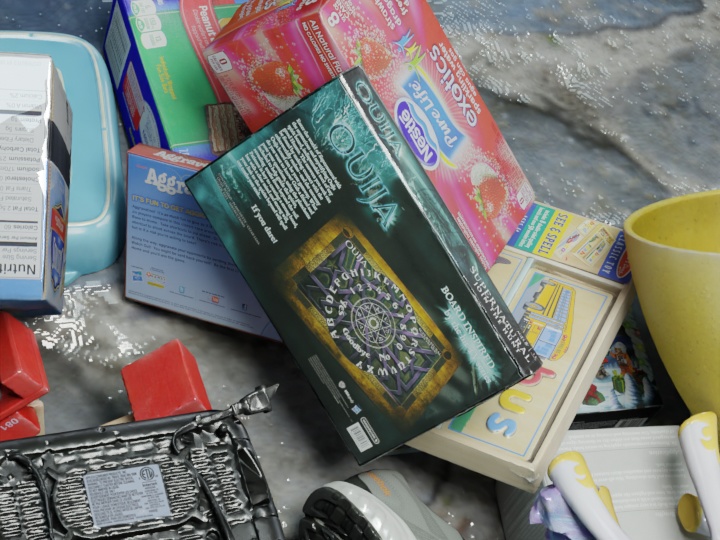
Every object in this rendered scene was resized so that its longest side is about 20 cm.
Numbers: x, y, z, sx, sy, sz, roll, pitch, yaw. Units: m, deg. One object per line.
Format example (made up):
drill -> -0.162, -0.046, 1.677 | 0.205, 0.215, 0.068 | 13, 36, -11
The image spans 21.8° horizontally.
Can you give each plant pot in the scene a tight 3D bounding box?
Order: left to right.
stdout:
plant pot -> 0.263, 0.036, 1.146 | 0.198, 0.200, 0.143 | -10, 105, -24

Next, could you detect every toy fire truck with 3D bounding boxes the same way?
toy fire truck -> -0.200, 0.089, 1.072 | 0.199, 0.141, 0.049 | -31, 52, 10

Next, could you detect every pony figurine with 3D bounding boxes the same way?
pony figurine -> 0.180, 0.184, 1.030 | 0.192, 0.167, 0.200 | -11, 49, -29

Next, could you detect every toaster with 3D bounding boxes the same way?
toaster -> -0.126, 0.180, 1.032 | 0.198, 0.119, 0.182 | -8, 63, -22

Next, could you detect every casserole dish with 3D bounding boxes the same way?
casserole dish -> -0.212, -0.083, 1.214 | 0.120, 0.039, 0.201 | 1, 60, -18

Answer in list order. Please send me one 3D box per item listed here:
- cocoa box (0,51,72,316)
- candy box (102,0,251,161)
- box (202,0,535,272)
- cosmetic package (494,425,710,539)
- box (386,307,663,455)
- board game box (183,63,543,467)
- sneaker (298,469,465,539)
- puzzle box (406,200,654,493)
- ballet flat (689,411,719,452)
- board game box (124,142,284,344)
cocoa box -> -0.234, -0.043, 1.055 | 0.132, 0.200, 0.133 | 1, 86, -6
candy box -> -0.055, -0.115, 1.263 | 0.198, 0.077, 0.170 | -8, 62, -24
box -> 0.008, -0.088, 1.137 | 0.201, 0.099, 0.096 | 58, 44, -23
cosmetic package -> 0.158, 0.201, 1.138 | 0.106, 0.090, 0.202 | 1, 62, -17
box -> 0.088, 0.045, 1.236 | 0.198, 0.040, 0.138 | -4, 60, -21
board game box -> 0.000, 0.000, 1.079 | 0.201, 0.135, 0.028 | 59, 34, -2
sneaker -> 0.052, 0.199, 1.111 | 0.079, 0.074, 0.201 | -24, 73, -47
puzzle box -> 0.089, 0.036, 1.174 | 0.132, 0.026, 0.201 | 19, 53, 18
ballet flat -> 0.253, 0.121, 1.226 | 0.070, 0.071, 0.201 | -12, 67, -24
board game box -> -0.053, -0.007, 1.141 | 0.198, 0.104, 0.019 | 15, 30, 18
